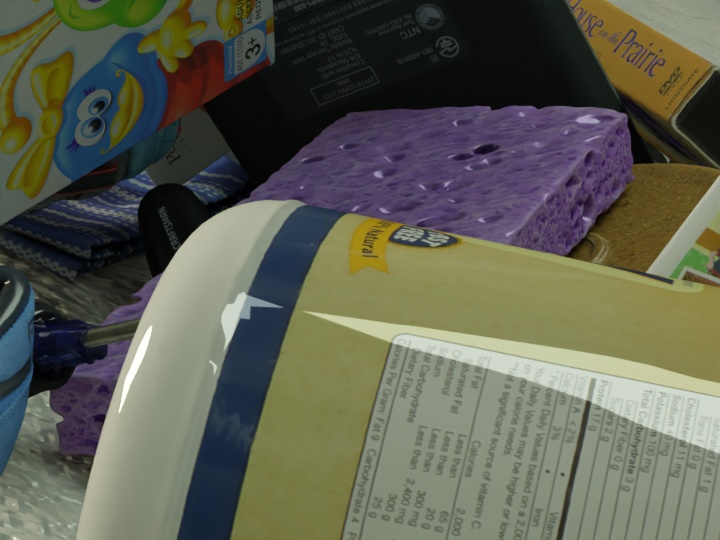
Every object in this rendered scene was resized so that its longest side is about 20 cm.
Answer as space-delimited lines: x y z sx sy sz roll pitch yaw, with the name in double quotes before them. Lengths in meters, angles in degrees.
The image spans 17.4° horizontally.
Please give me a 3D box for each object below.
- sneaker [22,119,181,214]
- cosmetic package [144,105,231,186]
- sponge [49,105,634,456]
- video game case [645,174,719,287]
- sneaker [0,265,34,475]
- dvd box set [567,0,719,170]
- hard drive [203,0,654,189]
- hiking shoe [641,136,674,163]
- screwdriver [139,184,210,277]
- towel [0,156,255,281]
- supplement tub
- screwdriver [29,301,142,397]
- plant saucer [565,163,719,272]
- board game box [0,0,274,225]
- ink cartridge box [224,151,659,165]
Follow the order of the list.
"sneaker" -0.167 -0.079 0.838 0.199 0.080 0.096 21 36 20
"cosmetic package" -0.072 -0.151 0.890 0.200 0.150 0.052 54 4 -25
"sponge" 0.000 0.000 0.735 0.111 0.030 0.200 2 27 29
"video game case" 0.120 0.086 0.564 0.200 0.182 0.022 31 -14 31
"sneaker" -0.159 0.023 0.548 0.066 0.079 0.200 36 21 36
"dvd box set" 0.135 -0.057 0.936 0.146 0.029 0.200 37 5 -27
"hard drive" 0.008 -0.076 0.854 0.200 0.139 0.033 58 30 -25
"hiking shoe" 0.074 -0.044 1.138 0.075 0.101 0.200 -9 4 -37
"screwdriver" -0.049 0.024 0.780 0.029 0.028 0.200 -3 29 -11
"towel" -0.131 -0.048 0.943 0.144 0.024 0.200 25 15 11
"supplement tub" 0.051 0.072 0.482 0.199 0.145 0.144 12 13 8
"screwdriver" -0.063 0.020 0.622 0.028 0.029 0.200 -17 8 -36
"plant saucer" 0.064 0.012 0.758 0.199 0.036 0.200 -16 22 7
"board game box" -0.133 -0.084 0.730 0.105 0.103 0.200 31 50 31
"ink cartridge box" 0.054 -0.039 1.007 0.199 0.084 0.145 32 9 16
